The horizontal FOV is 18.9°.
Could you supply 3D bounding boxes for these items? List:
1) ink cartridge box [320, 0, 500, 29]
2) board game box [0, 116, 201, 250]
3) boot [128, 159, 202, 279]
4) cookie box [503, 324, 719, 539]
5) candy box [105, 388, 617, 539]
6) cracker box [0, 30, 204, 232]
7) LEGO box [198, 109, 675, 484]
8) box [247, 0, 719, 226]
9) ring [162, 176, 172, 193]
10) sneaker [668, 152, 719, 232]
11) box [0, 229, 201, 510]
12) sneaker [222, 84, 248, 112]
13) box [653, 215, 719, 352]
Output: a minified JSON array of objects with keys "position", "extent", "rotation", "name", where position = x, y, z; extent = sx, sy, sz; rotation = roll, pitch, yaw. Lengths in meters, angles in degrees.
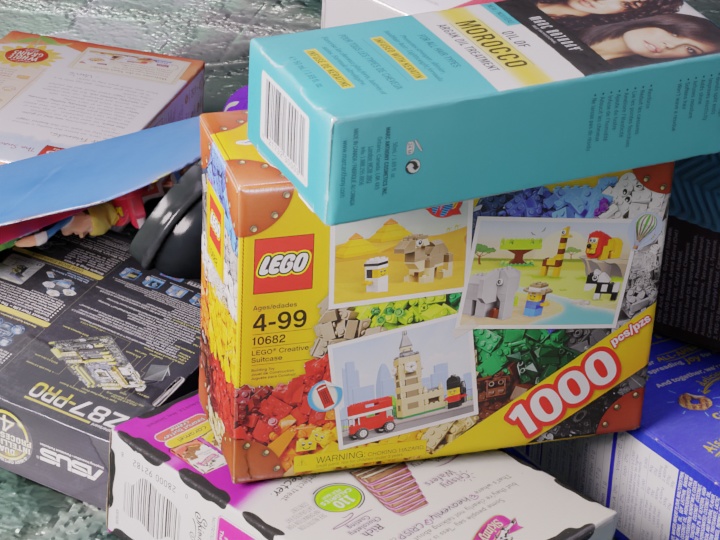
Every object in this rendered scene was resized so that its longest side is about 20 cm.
[{"position":[0.086,-0.182,1.327],"extent":[0.147,0.086,0.200],"rotation":[26,53,18],"name":"ink cartridge box"},{"position":[-0.157,-0.028,1.113],"extent":[0.198,0.039,0.158],"rotation":[-13,15,14],"name":"board game box"},{"position":[0.000,0.000,1.107],"extent":[0.168,0.077,0.200],"rotation":[47,40,12],"name":"boot"},{"position":[0.195,0.085,1.079],"extent":[0.170,0.076,0.200],"rotation":[-13,32,-32],"name":"cookie box"},{"position":[-0.002,0.115,0.992],"extent":[0.199,0.061,0.136],"rotation":[27,35,36],"name":"candy box"},{"position":[-0.186,-0.078,1.296],"extent":[0.133,0.058,0.200],"rotation":[10,26,11],"name":"cracker box"},{"position":[0.030,0.003,0.976],"extent":[0.198,0.150,0.077],"rotation":[-7,30,-16],"name":"LEGO box"},{"position":[0.058,-0.074,0.912],"extent":[0.198,0.050,0.082],"rotation":[-12,34,-24],"name":"box"},{"position":[-0.122,-0.015,1.269],"extent":[0.198,0.019,0.201],"rotation":[4,27,-2],"name":"ring"},{"position":[0.152,-0.073,1.075],"extent":[0.199,0.077,0.080],"rotation":[30,29,32],"name":"sneaker"},{"position":[-0.165,0.032,1.114],"extent":[0.199,0.049,0.161],"rotation":[19,34,19],"name":"box"},{"position":[-0.057,-0.055,1.264],"extent":[0.099,0.070,0.200],"rotation":[-9,31,-24],"name":"sneaker"},{"position":[0.210,-0.004,1.096],"extent":[0.199,0.076,0.100],"rotation":[16,28,27],"name":"box"}]
